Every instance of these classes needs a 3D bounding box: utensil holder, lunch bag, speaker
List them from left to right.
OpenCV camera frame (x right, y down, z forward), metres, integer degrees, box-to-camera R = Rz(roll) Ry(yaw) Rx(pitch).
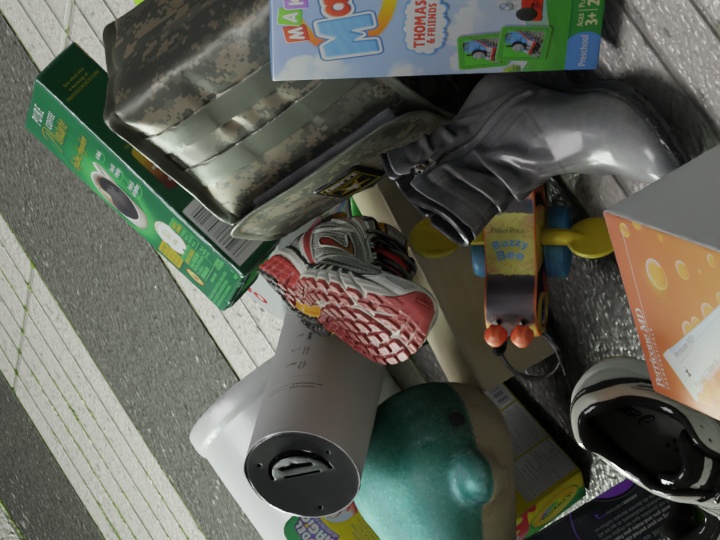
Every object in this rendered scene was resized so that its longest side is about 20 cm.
[{"bbox_3d":[-0.045,-0.110,1.662,0.200,0.164,0.118,41,-152,-36],"label":"lunch bag"},{"bbox_3d":[-0.024,0.074,1.769,0.201,0.081,0.082,-77,-19,-50],"label":"speaker"},{"bbox_3d":[-0.015,0.169,2.089,0.200,0.169,0.170,54,158,13],"label":"utensil holder"}]

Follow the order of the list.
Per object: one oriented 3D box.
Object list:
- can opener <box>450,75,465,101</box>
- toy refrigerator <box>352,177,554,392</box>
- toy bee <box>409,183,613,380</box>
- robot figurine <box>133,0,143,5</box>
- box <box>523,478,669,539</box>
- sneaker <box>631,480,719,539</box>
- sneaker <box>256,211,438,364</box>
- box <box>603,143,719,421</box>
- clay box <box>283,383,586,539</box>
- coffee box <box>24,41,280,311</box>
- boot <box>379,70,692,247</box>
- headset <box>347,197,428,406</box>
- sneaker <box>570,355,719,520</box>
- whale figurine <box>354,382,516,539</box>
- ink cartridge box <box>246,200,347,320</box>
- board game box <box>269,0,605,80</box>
[{"bbox_3d":[0.047,-0.110,1.743,0.078,0.063,0.201,-16,100,48],"label":"can opener"},{"bbox_3d":[0.060,-0.016,1.829,0.201,0.070,0.076,63,166,-1],"label":"toy refrigerator"},{"bbox_3d":[0.109,-0.002,1.671,0.201,0.130,0.109,62,-158,-19],"label":"toy bee"},{"bbox_3d":[-0.098,-0.220,1.871,0.200,0.115,0.177,27,130,56],"label":"robot figurine"},{"bbox_3d":[0.207,0.254,1.745,0.200,0.122,0.106,51,156,27],"label":"box"},{"bbox_3d":[0.202,0.096,1.600,0.074,0.087,0.201,38,150,63],"label":"sneaker"},{"bbox_3d":[0.000,0.000,1.675,0.078,0.082,0.200,49,170,-24],"label":"sneaker"},{"bbox_3d":[0.240,0.019,1.417,0.200,0.097,0.125,24,138,58],"label":"box"},{"bbox_3d":[0.053,0.175,1.889,0.115,0.200,0.048,48,169,31],"label":"clay box"},{"bbox_3d":[-0.147,-0.064,1.793,0.200,0.044,0.123,43,164,2],"label":"coffee box"},{"bbox_3d":[0.106,-0.059,1.566,0.070,0.132,0.200,56,165,-30],"label":"boot"},{"bbox_3d":[0.022,0.019,1.913,0.124,0.093,0.201,98,151,-63],"label":"headset"},{"bbox_3d":[0.212,0.121,1.520,0.199,0.088,0.076,22,106,10],"label":"sneaker"},{"bbox_3d":[0.051,0.175,1.767,0.159,0.103,0.201,120,144,-57],"label":"whale figurine"},{"bbox_3d":[-0.088,-0.067,1.879,0.144,0.085,0.200,38,162,16],"label":"ink cartridge box"},{"bbox_3d":[0.045,-0.176,1.502,0.152,0.199,0.037,90,177,-52],"label":"board game box"}]
